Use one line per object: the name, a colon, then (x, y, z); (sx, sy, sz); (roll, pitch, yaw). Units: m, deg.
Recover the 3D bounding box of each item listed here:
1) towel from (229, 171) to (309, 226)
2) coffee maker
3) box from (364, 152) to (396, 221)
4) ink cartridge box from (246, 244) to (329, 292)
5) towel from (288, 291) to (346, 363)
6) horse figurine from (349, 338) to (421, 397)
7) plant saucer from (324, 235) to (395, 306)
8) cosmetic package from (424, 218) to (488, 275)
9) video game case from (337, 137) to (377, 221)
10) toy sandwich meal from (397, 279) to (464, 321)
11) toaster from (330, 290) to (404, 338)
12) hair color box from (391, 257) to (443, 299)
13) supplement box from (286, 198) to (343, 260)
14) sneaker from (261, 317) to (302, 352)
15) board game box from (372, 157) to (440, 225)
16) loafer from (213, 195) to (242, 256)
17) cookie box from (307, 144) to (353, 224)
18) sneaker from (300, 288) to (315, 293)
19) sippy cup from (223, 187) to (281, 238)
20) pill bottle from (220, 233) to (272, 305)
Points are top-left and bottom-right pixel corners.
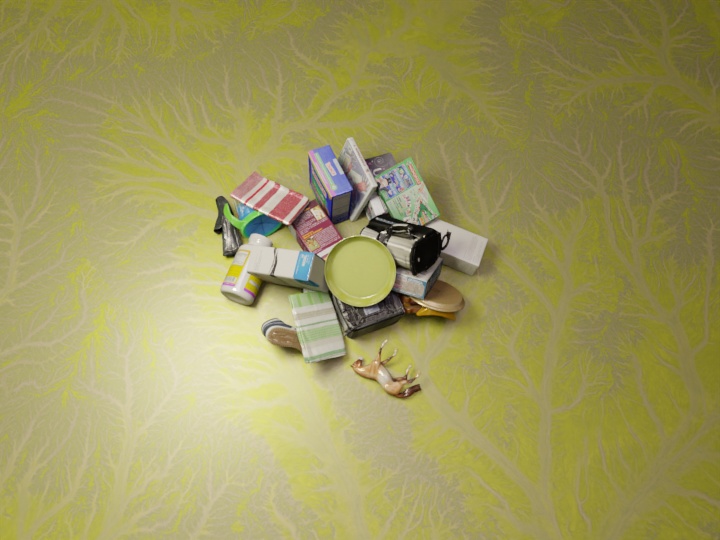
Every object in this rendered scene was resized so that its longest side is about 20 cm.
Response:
towel: (-0.268, -0.216, 1.688); (0.200, 0.023, 0.144); (26, 44, 5)
coffee maker: (0.123, -0.079, 1.641); (0.200, 0.192, 0.135); (21, 106, 36)
box: (0.067, -0.253, 1.801); (0.132, 0.115, 0.200); (-17, 71, -11)
ink cartridge box: (-0.198, -0.005, 1.604); (0.200, 0.145, 0.084); (8, 78, 22)
towel: (-0.124, 0.157, 1.609); (0.149, 0.031, 0.200); (-5, 73, -44)
horse figurine: (0.084, 0.297, 1.626); (0.200, 0.050, 0.133); (44, 84, 5)
plant saucer: (0.000, 0.000, 1.576); (0.200, 0.031, 0.200); (2, 102, 8)
cosmetic package: (0.282, -0.078, 1.769); (0.200, 0.085, 0.108); (23, 68, 5)
video game case: (-0.027, -0.280, 1.760); (0.023, 0.200, 0.182); (-16, 70, -28)
toy sandwich meal: (0.209, 0.088, 1.686); (0.205, 0.070, 0.205); (12, 25, -6)
toaster: (0.008, 0.092, 1.664); (0.200, 0.119, 0.181); (-19, 71, -12)
hair color box: (0.170, 0.010, 1.669); (0.100, 0.061, 0.200); (16, 25, 16)
supplement box: (-0.134, -0.105, 1.744); (0.110, 0.086, 0.200); (-31, 75, -15)
sneaker: (-0.193, 0.192, 1.638); (0.200, 0.108, 0.070); (21, 89, -30)
board game box: (0.138, -0.222, 1.713); (0.134, 0.029, 0.200); (-30, 101, -9)
loafer: (-0.419, -0.137, 1.742); (0.070, 0.068, 0.201); (-14, 74, -19)
cookie box: (-0.095, -0.259, 1.745); (0.075, 0.200, 0.171); (-23, 72, -13)
sneaker: (-0.137, 0.076, 1.691); (0.080, 0.070, 0.201); (3, 76, -11)
sippy cup: (-0.324, -0.187, 1.737); (0.140, 0.178, 0.130); (-33, 68, 9)
pill bottle: (-0.331, -0.006, 1.681); (0.104, 0.104, 0.200); (20, 69, 3)
